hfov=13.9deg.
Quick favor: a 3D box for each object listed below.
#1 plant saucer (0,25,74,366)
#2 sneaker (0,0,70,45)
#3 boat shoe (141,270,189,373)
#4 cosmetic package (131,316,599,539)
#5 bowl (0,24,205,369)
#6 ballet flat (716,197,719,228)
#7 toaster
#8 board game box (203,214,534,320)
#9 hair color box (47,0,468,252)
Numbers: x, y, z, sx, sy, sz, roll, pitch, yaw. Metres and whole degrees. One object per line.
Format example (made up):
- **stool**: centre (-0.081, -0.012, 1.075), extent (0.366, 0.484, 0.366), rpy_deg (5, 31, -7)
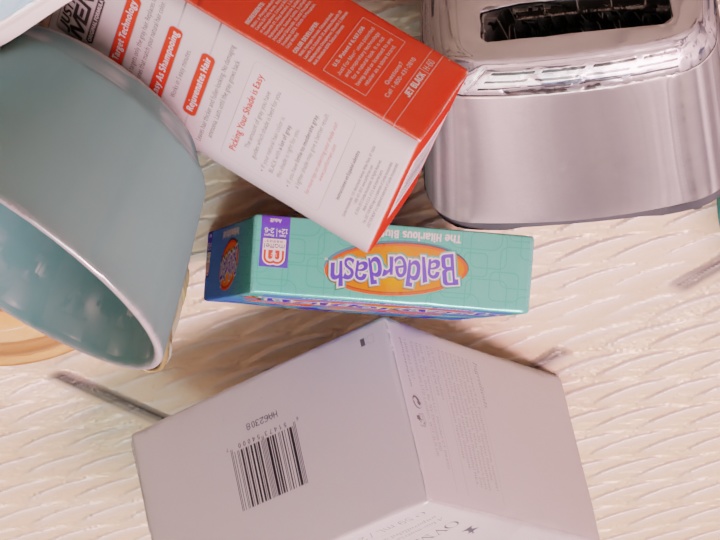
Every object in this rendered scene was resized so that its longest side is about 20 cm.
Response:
- **plant saucer**: centre (-0.194, -0.036, 1.592), extent (0.200, 0.032, 0.201), rpy_deg (-4, 118, -8)
- **sneaker**: centre (-0.144, -0.175, 1.392), extent (0.200, 0.074, 0.082), rpy_deg (-39, 156, 7)
- **boat shoe**: centre (-0.153, -0.017, 1.669), extent (0.073, 0.063, 0.200), rpy_deg (-17, 141, 21)
- **cosmetic package**: centre (0.005, 0.136, 1.804), extent (0.199, 0.123, 0.200), rpy_deg (-26, 156, 29)
- **bowl**: centre (-0.157, -0.049, 1.482), extent (0.200, 0.105, 0.201), rpy_deg (31, 164, 10)
- **ballet flat**: centre (0.253, 0.001, 1.718), extent (0.073, 0.073, 0.200), rpy_deg (-10, 150, 11)
- **toaster**: centre (0.117, -0.101, 1.527), extent (0.199, 0.114, 0.129), rpy_deg (-4, 142, 7)
- **board game box**: centre (0.000, 0.000, 1.634), extent (0.152, 0.045, 0.200), rpy_deg (5, 177, -9)
- **hair color box**: centre (-0.055, -0.105, 1.480), extent (0.200, 0.061, 0.102), rpy_deg (31, 142, 4)
